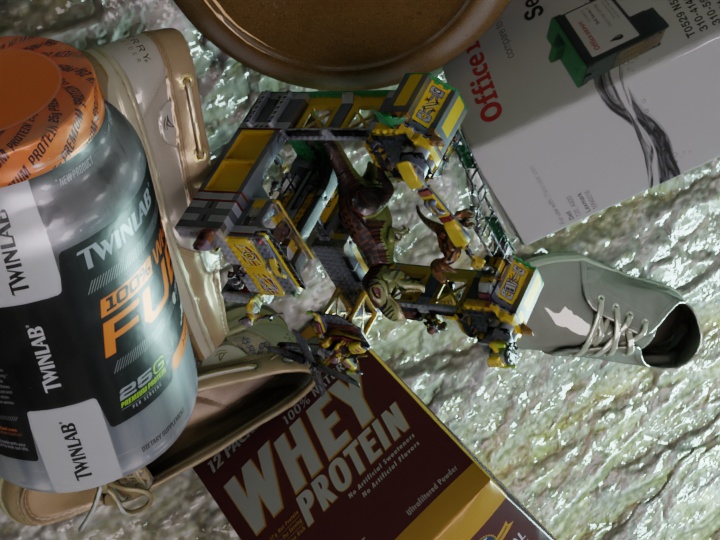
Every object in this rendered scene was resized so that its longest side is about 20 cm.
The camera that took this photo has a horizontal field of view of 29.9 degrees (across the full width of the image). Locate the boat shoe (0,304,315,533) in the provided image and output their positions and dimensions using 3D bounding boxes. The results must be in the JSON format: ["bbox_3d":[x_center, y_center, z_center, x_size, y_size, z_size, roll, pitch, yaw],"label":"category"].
[{"bbox_3d":[-0.120,0.091,0.792,0.200,0.063,0.073,-34,131,-11],"label":"boat shoe"}]

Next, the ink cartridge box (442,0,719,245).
[{"bbox_3d":[0.146,-0.123,0.733,0.200,0.146,0.084,-25,134,13],"label":"ink cartridge box"}]

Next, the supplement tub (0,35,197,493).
[{"bbox_3d":[-0.151,-0.001,0.639,0.122,0.123,0.200,-24,134,-18],"label":"supplement tub"}]

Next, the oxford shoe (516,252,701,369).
[{"bbox_3d":[0.167,0.034,0.947,0.200,0.058,0.075,8,115,-34],"label":"oxford shoe"}]

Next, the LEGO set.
[{"bbox_3d":[0.000,0.000,0.696,0.116,0.153,0.200,-62,148,-30],"label":"LEGO set"}]

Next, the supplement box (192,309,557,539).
[{"bbox_3d":[0.028,0.165,0.844,0.133,0.197,0.200,-45,131,-1],"label":"supplement box"}]

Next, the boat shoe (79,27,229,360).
[{"bbox_3d":[-0.094,-0.038,0.723,0.069,0.074,0.200,-30,134,-20],"label":"boat shoe"}]

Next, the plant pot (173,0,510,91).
[{"bbox_3d":[-0.012,-0.172,0.656,0.199,0.028,0.200,2,126,3],"label":"plant pot"}]
